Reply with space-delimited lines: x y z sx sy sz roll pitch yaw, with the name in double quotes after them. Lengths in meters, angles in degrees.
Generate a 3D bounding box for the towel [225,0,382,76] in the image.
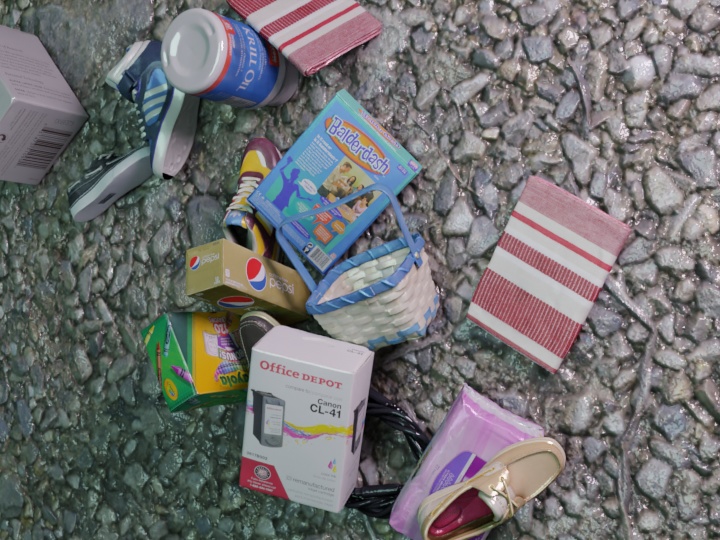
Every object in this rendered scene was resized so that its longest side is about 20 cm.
-0.084 -0.356 1.492 0.200 0.143 0.023 44 152 24 "towel"

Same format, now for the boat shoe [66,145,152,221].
-0.394 -0.153 1.707 0.199 0.071 0.069 -33 74 34 "boat shoe"

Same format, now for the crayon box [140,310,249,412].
-0.202 0.123 1.502 0.058 0.199 0.120 -32 73 27 "crayon box"

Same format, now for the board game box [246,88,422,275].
-0.036 -0.118 1.466 0.152 0.045 0.200 44 112 -2 "board game box"

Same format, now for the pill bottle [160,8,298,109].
-0.172 -0.285 1.495 0.110 0.199 0.115 0 89 31 "pill bottle"

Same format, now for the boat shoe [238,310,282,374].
-0.114 0.153 1.480 0.071 0.066 0.203 -14 111 26 "boat shoe"

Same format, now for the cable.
0.016 0.251 1.453 0.198 0.051 0.165 31 104 28 "cable"

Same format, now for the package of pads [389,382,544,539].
0.132 0.256 1.350 0.119 0.076 0.202 29 105 2 "package of pads"

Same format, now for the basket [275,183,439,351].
0.000 0.000 1.401 0.174 0.140 0.202 -16 115 29 "basket"

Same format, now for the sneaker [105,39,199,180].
-0.325 -0.248 1.644 0.144 0.080 0.204 13 89 18 "sneaker"

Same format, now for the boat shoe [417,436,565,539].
0.156 0.269 1.276 0.198 0.069 0.074 -34 99 12 "boat shoe"

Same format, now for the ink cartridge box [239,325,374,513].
-0.072 0.192 1.399 0.145 0.086 0.204 12 111 15 "ink cartridge box"

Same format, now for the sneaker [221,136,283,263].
-0.153 -0.092 1.542 0.074 0.090 0.204 -4 87 31 "sneaker"

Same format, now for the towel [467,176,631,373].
0.229 0.004 1.340 0.143 0.023 0.203 32 107 26 "towel"

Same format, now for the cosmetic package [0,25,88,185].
-0.586 -0.275 1.766 0.165 0.164 0.201 -46 67 20 "cosmetic package"

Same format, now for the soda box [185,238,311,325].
-0.148 0.021 1.470 0.067 0.199 0.065 -15 68 29 "soda box"
